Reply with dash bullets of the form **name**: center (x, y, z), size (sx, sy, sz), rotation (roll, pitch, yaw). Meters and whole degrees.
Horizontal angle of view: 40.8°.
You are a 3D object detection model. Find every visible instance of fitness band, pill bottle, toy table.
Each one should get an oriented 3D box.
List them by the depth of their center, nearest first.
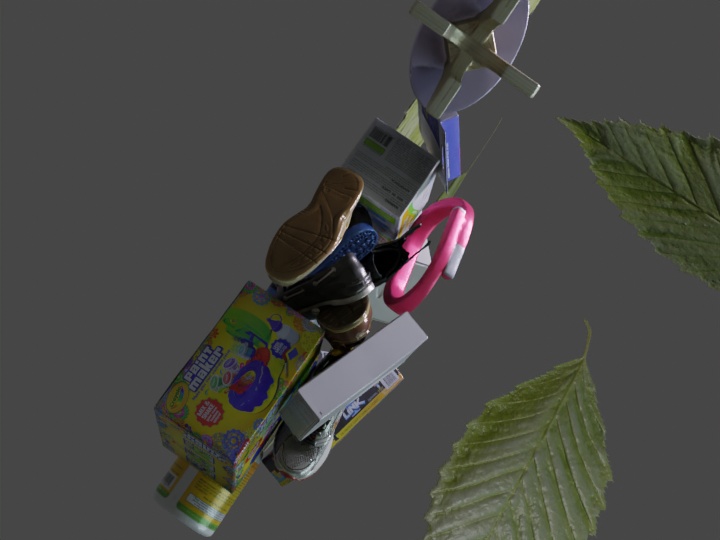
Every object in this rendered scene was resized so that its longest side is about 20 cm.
- **toy table**: center (0.138, -0.283, 1.205), size (0.117, 0.182, 0.202), rotation (-92, -156, -72)
- **fitness band**: center (0.097, -0.024, 1.414), size (0.143, 0.037, 0.201), rotation (-23, -144, 54)
- **pill bottle**: center (-0.219, 0.294, 1.487), size (0.201, 0.110, 0.111), rotation (-56, 173, -12)

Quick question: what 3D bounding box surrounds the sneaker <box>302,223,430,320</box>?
- **sneaker**: center (0.001, 0.003, 1.379), size (0.198, 0.060, 0.104), rotation (-28, 176, -18)

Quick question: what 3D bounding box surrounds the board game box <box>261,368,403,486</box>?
- **board game box**: center (-0.044, 0.226, 1.467), size (0.200, 0.057, 0.165), rotation (-40, 178, -33)

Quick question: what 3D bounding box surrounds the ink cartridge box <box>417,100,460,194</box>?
- **ink cartridge box**: center (0.114, -0.199, 1.375), size (0.201, 0.037, 0.096), rotation (-100, -176, -56)

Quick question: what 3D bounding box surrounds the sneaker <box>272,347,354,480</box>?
- **sneaker**: center (-0.060, 0.183, 1.293), size (0.082, 0.077, 0.201), rotation (101, 12, -63)

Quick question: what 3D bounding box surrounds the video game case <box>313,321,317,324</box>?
- **video game case**: center (-0.108, 0.103, 1.690), size (0.182, 0.045, 0.201), rotation (-55, 173, -31)

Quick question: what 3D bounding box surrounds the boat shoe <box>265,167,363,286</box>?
- **boat shoe**: center (-0.057, -0.044, 1.238), size (0.201, 0.073, 0.069), rotation (-53, 167, -35)

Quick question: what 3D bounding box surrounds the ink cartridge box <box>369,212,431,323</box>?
- **ink cartridge box**: center (0.048, -0.028, 1.690), size (0.201, 0.083, 0.146), rotation (-96, -152, -49)

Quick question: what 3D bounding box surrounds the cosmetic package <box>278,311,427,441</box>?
- **cosmetic package**: center (-0.008, 0.132, 1.237), size (0.199, 0.051, 0.083), rotation (-33, 171, -35)

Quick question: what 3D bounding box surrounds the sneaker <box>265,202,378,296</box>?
- **sneaker**: center (-0.063, -0.020, 1.346), size (0.199, 0.078, 0.070), rotation (-38, 141, 17)

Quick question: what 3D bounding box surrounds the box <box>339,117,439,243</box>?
- **box**: center (0.036, -0.119, 1.407), size (0.102, 0.112, 0.200), rotation (-55, 174, -11)

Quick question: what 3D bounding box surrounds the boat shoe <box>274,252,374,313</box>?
- **boat shoe**: center (-0.063, 0.020, 1.257), size (0.199, 0.057, 0.067), rotation (-15, -166, 44)

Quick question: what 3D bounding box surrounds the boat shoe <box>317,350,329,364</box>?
- **boat shoe**: center (-0.077, 0.185, 1.531), size (0.200, 0.066, 0.071), rotation (-46, -146, 46)

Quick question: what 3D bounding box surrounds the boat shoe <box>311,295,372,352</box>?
- **boat shoe**: center (-0.017, 0.069, 1.260), size (0.071, 0.068, 0.200), rotation (-26, -170, -7)

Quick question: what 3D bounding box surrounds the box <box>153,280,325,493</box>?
- **box**: center (-0.156, 0.154, 1.248), size (0.201, 0.121, 0.193), rotation (-55, 173, -23)
